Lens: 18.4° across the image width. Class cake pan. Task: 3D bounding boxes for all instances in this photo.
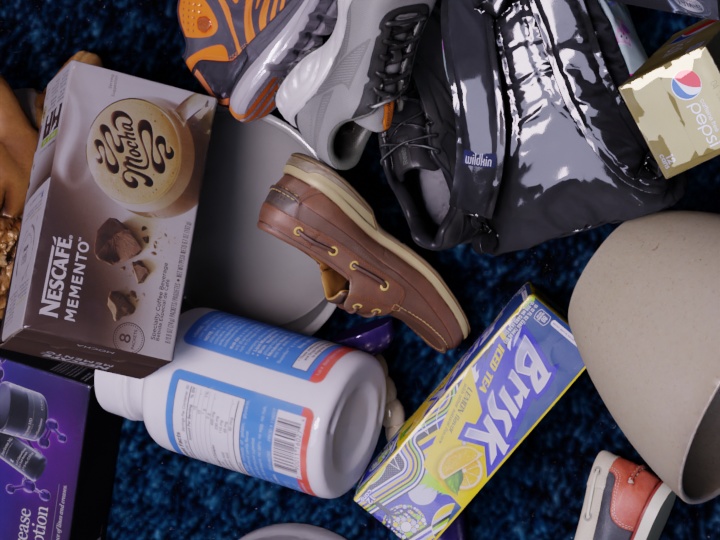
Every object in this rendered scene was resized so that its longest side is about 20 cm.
[{"bbox_3d":[-0.094,-0.033,1.694,0.200,0.037,0.201,6,107,19],"label":"cake pan"}]

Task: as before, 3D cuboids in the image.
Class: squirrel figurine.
[{"bbox_3d":[-0.281,-0.052,1.662,0.141,0.187,0.200,-2,106,24],"label":"squirrel figurine"}]

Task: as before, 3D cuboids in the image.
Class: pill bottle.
[{"bbox_3d":[-0.091,0.090,1.643,0.200,0.112,0.112,16,111,24],"label":"pill bottle"}]

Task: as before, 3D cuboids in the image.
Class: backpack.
[{"bbox_3d":[0.128,-0.126,1.537,0.167,0.127,0.200,-17,97,11],"label":"backpack"}]

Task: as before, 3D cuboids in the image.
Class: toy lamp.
[{"bbox_3d":[0.033,0.137,1.690,0.058,0.058,0.200,-16,97,23],"label":"toy lamp"}]

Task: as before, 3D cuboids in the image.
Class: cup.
[{"bbox_3d":[0.228,0.038,1.527,0.143,0.200,0.201,36,116,26],"label":"cup"}]

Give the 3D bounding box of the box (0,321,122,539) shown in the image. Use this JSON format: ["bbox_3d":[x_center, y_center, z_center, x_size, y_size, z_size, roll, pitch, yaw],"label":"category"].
[{"bbox_3d":[-0.276,0.153,1.796,0.141,0.079,0.200,16,111,18],"label":"box"}]

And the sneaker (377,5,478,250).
[{"bbox_3d":[0.043,-0.108,1.593,0.076,0.091,0.200,-18,98,26],"label":"sneaker"}]

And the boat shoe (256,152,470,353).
[{"bbox_3d":[0.000,0.000,1.615,0.200,0.072,0.068,44,78,-30],"label":"boat shoe"}]

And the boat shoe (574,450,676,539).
[{"bbox_3d":[0.171,0.230,1.658,0.062,0.071,0.200,27,111,17],"label":"boat shoe"}]

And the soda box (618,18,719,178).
[{"bbox_3d":[0.231,-0.123,1.458,0.064,0.200,0.068,-26,96,24],"label":"soda box"}]

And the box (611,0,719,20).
[{"bbox_3d":[0.182,-0.276,1.460,0.160,0.044,0.200,12,75,16],"label":"box"}]

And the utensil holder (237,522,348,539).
[{"bbox_3d":[-0.078,0.307,1.700,0.170,0.200,0.170,6,107,19],"label":"utensil holder"}]

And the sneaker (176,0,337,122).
[{"bbox_3d":[-0.063,-0.215,1.608,0.112,0.078,0.200,44,103,17],"label":"sneaker"}]

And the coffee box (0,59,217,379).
[{"bbox_3d":[-0.181,-0.034,1.587,0.113,0.080,0.200,15,74,-19],"label":"coffee box"}]

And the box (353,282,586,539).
[{"bbox_3d":[0.084,0.107,1.623,0.070,0.064,0.200,40,97,-4],"label":"box"}]

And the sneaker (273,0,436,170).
[{"bbox_3d":[0.014,-0.148,1.520,0.079,0.074,0.200,58,139,23],"label":"sneaker"}]
